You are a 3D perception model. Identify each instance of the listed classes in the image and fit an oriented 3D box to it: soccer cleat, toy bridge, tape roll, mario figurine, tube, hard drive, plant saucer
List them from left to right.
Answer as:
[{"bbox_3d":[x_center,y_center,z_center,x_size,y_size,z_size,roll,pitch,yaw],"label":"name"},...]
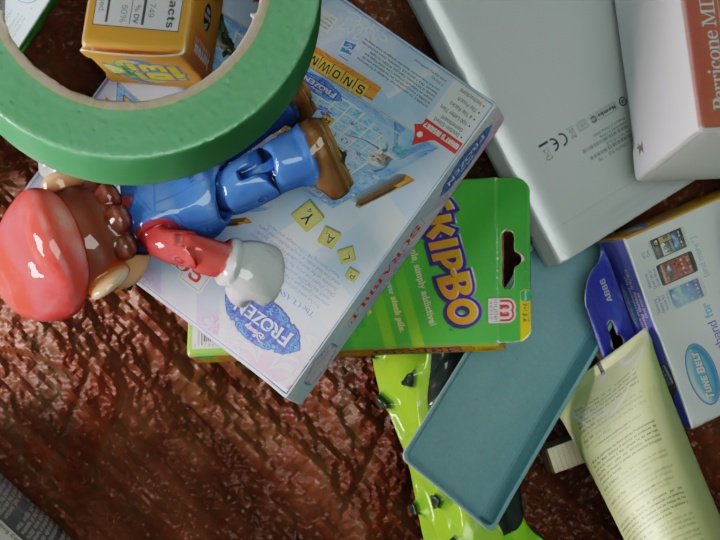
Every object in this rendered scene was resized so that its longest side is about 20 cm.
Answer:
[{"bbox_3d":[-0.119,-0.146,1.218,0.199,0.048,0.202,1,75,-3],"label":"tape roll"},{"bbox_3d":[-0.106,-0.031,1.273,0.199,0.124,0.106,-26,117,-1],"label":"mario figurine"},{"bbox_3d":[0.056,0.079,1.366,0.081,0.067,0.201,-10,86,-35],"label":"soccer cleat"},{"bbox_3d":[0.094,0.051,1.340,0.070,0.019,0.200,40,62,-13],"label":"plant saucer"},{"bbox_3d":[0.114,-0.121,1.357,0.132,0.027,0.201,-30,97,-24],"label":"hard drive"},{"bbox_3d":[0.141,0.102,1.389,0.067,0.027,0.201,-19,94,-7],"label":"toy bridge"},{"bbox_3d":[0.172,0.135,1.307,0.058,0.052,0.201,-19,63,-8],"label":"tube"}]

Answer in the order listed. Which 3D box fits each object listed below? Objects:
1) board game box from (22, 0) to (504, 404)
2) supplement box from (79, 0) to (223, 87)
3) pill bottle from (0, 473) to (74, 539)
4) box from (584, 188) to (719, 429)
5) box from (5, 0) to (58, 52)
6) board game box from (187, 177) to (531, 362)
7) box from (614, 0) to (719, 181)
[{"bbox_3d":[-0.056,-0.063,1.316,0.200,0.041,0.200,36,88,16],"label":"board game box"},{"bbox_3d":[-0.104,-0.206,1.299,0.068,0.067,0.201,8,80,13],"label":"supplement box"},{"bbox_3d":[-0.222,0.173,1.305,0.200,0.116,0.116,44,87,-6],"label":"pill bottle"},{"bbox_3d":[0.230,0.009,1.371,0.199,0.041,0.120,-23,96,-19],"label":"box"},{"bbox_3d":[-0.273,-0.149,1.292,0.176,0.097,0.201,32,89,-7],"label":"box"},{"bbox_3d":[0.000,0.000,1.326,0.199,0.030,0.096,-3,77,15],"label":"board game box"},{"bbox_3d":[0.255,-0.139,1.324,0.199,0.106,0.153,-4,78,-14],"label":"box"}]
